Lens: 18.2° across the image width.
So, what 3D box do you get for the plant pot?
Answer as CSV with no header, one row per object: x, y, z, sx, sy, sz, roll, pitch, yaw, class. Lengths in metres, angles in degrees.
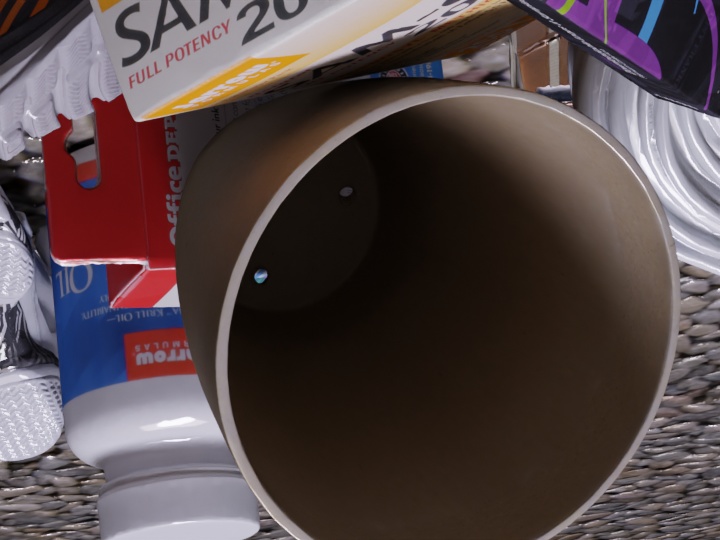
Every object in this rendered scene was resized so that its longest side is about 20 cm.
0.000,0.000,0.908,0.186,0.189,0.200,-1,-165,-22,plant pot

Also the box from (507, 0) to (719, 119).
0.103,-0.145,0.767,0.036,0.144,0.200,25,-177,32,box

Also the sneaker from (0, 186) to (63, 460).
-0.203,-0.004,1.206,0.074,0.115,0.201,-9,129,1,sneaker

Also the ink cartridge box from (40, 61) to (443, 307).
-0.058,-0.047,1.046,0.198,0.117,0.067,0,163,-22,ink cartridge box

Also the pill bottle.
-0.102,0.040,1.165,0.111,0.202,0.112,-8,163,-2,pill bottle

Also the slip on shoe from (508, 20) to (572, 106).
0.103,-0.113,1.012,0.075,0.061,0.201,-1,145,3,slip on shoe

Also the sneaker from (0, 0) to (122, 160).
-0.155,-0.106,0.889,0.200,0.112,0.078,-37,162,-26,sneaker

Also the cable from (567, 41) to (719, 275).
0.182,-0.092,0.927,0.198,0.069,0.201,11,118,-15,cable

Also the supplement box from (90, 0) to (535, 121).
0.013,-0.120,0.816,0.126,0.074,0.199,-24,175,43,supplement box
